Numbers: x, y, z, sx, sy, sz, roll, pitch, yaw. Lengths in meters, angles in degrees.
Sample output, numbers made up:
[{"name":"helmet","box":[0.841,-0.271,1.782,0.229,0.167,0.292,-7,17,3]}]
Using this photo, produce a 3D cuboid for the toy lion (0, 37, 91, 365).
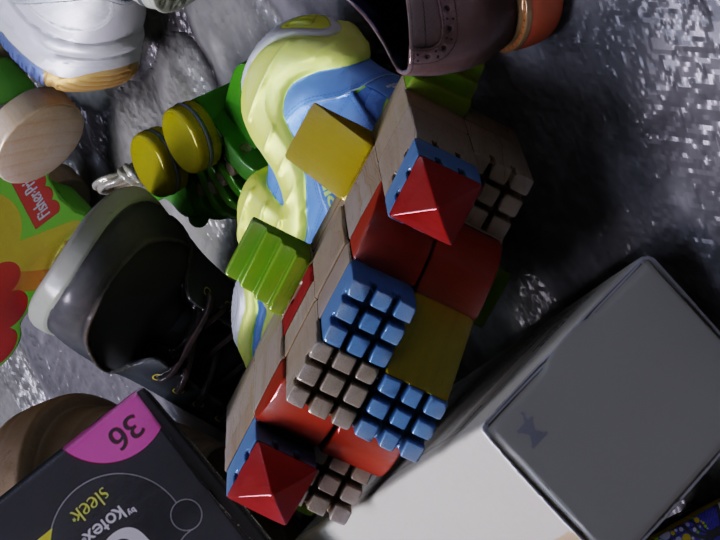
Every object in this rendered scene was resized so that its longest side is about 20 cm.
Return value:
[{"name":"toy lion","box":[-0.208,0.002,1.413,0.069,0.192,0.200,47,167,28]}]

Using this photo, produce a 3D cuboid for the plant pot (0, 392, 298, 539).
[{"name":"plant pot","box":[-0.088,0.143,1.411,0.093,0.201,0.201,-24,92,21]}]

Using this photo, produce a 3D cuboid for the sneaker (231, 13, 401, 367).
[{"name":"sneaker","box":[0.000,0.000,1.203,0.105,0.076,0.200,29,135,47]}]

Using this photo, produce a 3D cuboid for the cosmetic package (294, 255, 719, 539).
[{"name":"cosmetic package","box":[0.059,0.078,1.124,0.071,0.105,0.200,47,153,-2]}]

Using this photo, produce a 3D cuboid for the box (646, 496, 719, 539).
[{"name":"box","box":[0.152,0.187,1.097,0.200,0.070,0.064,63,153,4]}]

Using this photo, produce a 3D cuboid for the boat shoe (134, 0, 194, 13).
[{"name":"boat shoe","box":[-0.086,-0.190,1.201,0.062,0.075,0.200,43,151,25]}]

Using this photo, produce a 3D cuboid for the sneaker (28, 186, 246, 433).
[{"name":"sneaker","box":[-0.068,0.028,1.285,0.106,0.075,0.200,35,180,15]}]

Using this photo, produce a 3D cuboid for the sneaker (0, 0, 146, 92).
[{"name":"sneaker","box":[-0.162,-0.168,1.367,0.200,0.075,0.088,38,132,29]}]

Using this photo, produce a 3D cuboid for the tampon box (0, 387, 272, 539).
[{"name":"tampon box","box":[-0.106,0.146,1.228,0.126,0.150,0.200,50,174,4]}]

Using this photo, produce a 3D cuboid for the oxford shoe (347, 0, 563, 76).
[{"name":"oxford shoe","box":[-0.008,-0.156,1.090,0.200,0.072,0.071,53,150,21]}]

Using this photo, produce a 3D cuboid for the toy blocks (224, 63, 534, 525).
[{"name":"toy blocks","box":[0.005,0.019,1.085,0.200,0.100,0.137,-62,10,14]}]

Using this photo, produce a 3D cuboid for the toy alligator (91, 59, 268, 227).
[{"name":"toy alligator","box":[-0.066,-0.044,1.298,0.054,0.059,0.200,63,152,2]}]
